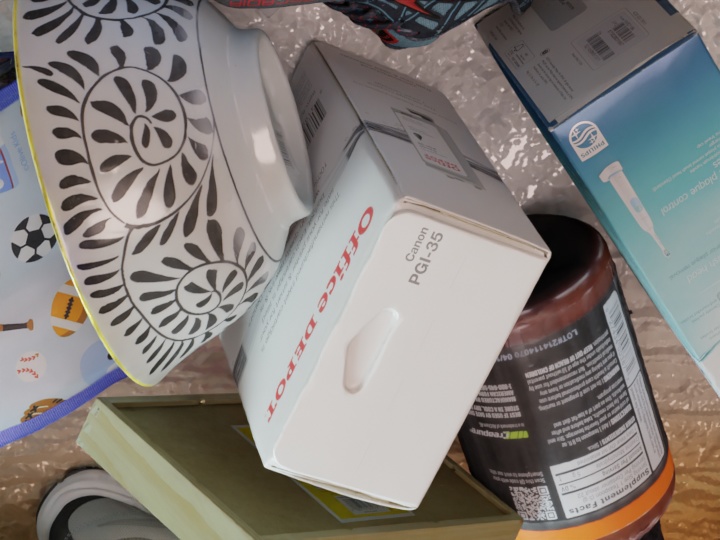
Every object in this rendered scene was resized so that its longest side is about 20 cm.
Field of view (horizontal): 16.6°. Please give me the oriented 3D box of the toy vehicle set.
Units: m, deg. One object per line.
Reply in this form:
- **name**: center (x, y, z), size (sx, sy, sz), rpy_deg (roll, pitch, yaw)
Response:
- **toy vehicle set**: center (-0.026, 0.104, 1.213), size (0.200, 0.124, 0.027), rpy_deg (2, 119, -49)

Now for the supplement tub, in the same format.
- **supplement tub**: center (0.102, 0.078, 1.289), size (0.107, 0.107, 0.200), rpy_deg (-21, 119, -3)

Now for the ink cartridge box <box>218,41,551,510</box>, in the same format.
- **ink cartridge box**: center (0.000, 0.000, 1.174), size (0.083, 0.200, 0.147), rpy_deg (19, 109, -21)

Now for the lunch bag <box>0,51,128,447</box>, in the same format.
- **lunch bag**: center (-0.212, 0.000, 1.170), size (0.200, 0.124, 0.170), rpy_deg (-20, 117, 5)

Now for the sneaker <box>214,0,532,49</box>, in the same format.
- **sneaker**: center (0.014, -0.136, 1.159), size (0.200, 0.079, 0.096), rpy_deg (-12, 138, -26)

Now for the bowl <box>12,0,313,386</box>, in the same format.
- **bowl**: center (-0.078, -0.055, 1.120), size (0.094, 0.201, 0.201), rpy_deg (-14, 118, 9)

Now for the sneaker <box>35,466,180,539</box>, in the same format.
- **sneaker**: center (-0.076, 0.171, 1.307), size (0.200, 0.079, 0.074), rpy_deg (20, 107, -22)

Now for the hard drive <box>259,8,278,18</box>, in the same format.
- **hard drive**: center (-0.017, -0.233, 1.158), size (0.200, 0.025, 0.132), rpy_deg (-43, 117, 8)

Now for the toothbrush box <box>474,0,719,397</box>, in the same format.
- **toothbrush box**: center (0.154, -0.045, 1.220), size (0.085, 0.146, 0.200), rpy_deg (-33, 117, 4)
